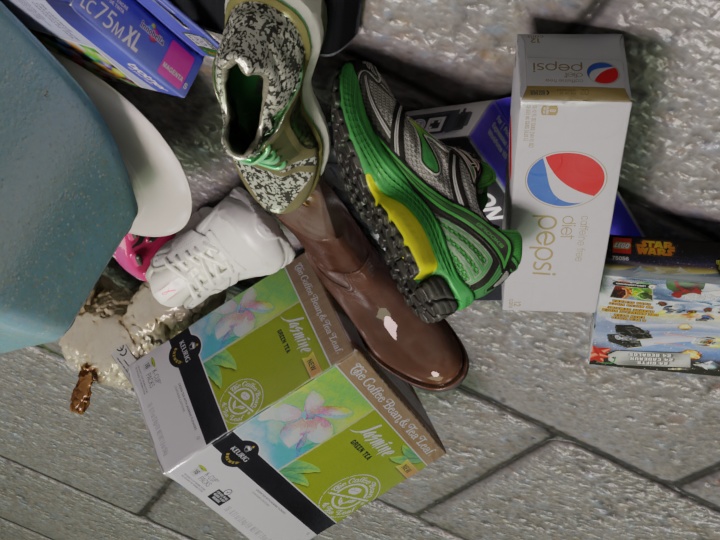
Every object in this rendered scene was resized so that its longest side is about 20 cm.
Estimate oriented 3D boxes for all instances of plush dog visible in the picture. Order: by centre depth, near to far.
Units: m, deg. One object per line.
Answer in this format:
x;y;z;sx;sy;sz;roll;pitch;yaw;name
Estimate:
-0.218;0.066;1.266;0.200;0.161;0.172;12;177;20;plush dog

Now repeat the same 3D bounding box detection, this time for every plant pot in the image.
-0.274;-0.046;0.874;0.200;0.196;0.196;40;150;-25;plant pot

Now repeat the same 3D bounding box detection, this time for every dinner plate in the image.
-0.216;-0.089;0.963;0.200;0.024;0.200;24;151;14;dinner plate

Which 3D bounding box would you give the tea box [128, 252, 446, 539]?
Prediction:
-0.063;0.126;1.152;0.197;0.134;0.200;-34;138;5;tea box

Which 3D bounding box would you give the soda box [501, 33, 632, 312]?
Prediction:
0.129;-0.058;0.834;0.068;0.064;0.200;1;139;3;soda box

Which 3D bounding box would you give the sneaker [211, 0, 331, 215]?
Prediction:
-0.069;-0.095;0.814;0.077;0.089;0.200;17;144;14;sneaker

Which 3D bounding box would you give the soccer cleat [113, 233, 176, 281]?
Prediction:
-0.220;-0.068;1.103;0.086;0.070;0.200;22;154;32;soccer cleat

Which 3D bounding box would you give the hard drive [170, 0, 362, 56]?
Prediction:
-0.095;-0.203;0.797;0.200;0.042;0.135;19;152;4;hard drive

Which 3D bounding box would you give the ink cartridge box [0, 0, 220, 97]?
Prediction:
-0.190;-0.169;0.858;0.200;0.042;0.119;15;166;36;ink cartridge box

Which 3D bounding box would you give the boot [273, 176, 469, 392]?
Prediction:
0.000;0.000;0.971;0.186;0.064;0.200;42;172;23;boot

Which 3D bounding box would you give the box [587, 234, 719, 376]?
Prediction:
0.271;0.031;0.934;0.200;0.040;0.137;5;149;8;box

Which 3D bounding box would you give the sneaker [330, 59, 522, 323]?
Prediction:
0.038;-0.061;0.846;0.085;0.200;0.078;-22;155;-11;sneaker

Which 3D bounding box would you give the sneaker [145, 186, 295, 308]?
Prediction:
-0.123;-0.005;1.054;0.078;0.099;0.200;51;158;-8;sneaker

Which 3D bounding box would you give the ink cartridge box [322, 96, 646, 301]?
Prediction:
0.091;-0.046;0.949;0.200;0.043;0.198;-4;143;36;ink cartridge box
